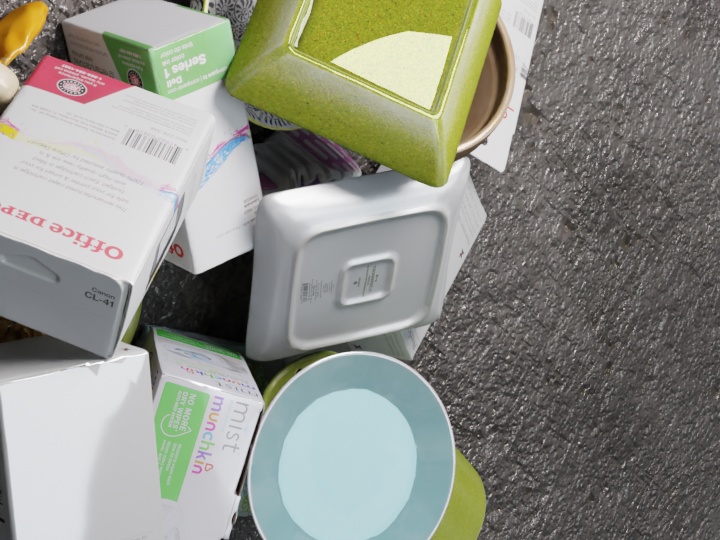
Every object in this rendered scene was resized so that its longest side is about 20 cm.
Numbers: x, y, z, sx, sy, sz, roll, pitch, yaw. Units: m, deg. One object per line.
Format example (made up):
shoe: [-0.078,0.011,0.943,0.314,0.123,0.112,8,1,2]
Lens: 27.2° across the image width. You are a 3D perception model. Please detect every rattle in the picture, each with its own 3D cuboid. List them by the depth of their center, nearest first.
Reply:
rattle: [-0.343,-0.196,1.119,0.198,0.130,0.144,26,75,-18]

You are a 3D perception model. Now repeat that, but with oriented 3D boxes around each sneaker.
sneaker: [-0.078,-0.076,1.399,0.199,0.080,0.089,-20,144,-54]

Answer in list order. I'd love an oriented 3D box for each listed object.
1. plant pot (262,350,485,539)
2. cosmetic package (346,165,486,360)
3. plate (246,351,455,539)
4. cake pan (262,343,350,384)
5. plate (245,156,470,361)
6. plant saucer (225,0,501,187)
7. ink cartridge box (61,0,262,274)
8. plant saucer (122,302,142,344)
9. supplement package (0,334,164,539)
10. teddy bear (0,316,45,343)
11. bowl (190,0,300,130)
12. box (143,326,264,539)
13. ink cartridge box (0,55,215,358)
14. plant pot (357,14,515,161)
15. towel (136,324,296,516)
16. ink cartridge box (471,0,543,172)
plant pot: [-0.006,0.175,1.379,0.187,0.186,0.201,-46,126,-21]
cosmetic package: [0.043,-0.024,1.480,0.201,0.080,0.113,-63,143,-33]
plate: [-0.009,0.169,1.281,0.197,0.026,0.203,-2,94,-25]
cake pan: [-0.035,0.055,1.476,0.199,0.036,0.204,-13,105,-56]
plate: [0.000,0.000,1.311,0.197,0.032,0.201,-12,138,-20]
plant saucer: [0.014,-0.196,1.214,0.198,0.048,0.202,23,65,-10]
ink cartridge box: [-0.163,-0.116,1.256,0.083,0.144,0.202,-27,122,-32]
plant saucer: [-0.272,0.036,1.264,0.198,0.031,0.203,-13,116,-28]
supplement package: [-0.225,0.157,1.101,0.120,0.119,0.203,-10,102,-33]
teddy bear: [-0.270,0.084,1.203,0.145,0.198,0.067,-54,-170,37]
bowl: [-0.083,-0.233,1.324,0.199,0.094,0.204,-17,116,-37]
box: [-0.160,0.173,1.281,0.095,0.176,0.203,17,97,-13]
ink cartridge box: [-0.207,-0.052,1.094,0.201,0.146,0.086,-70,-179,-46]
plant pot: [0.028,-0.170,1.291,0.198,0.093,0.204,7,67,-15]
towel: [-0.153,0.148,1.429,0.199,0.048,0.174,15,94,-44]
ink cartridge box: [0.111,-0.211,1.502,0.115,0.066,0.203,25,74,-45]
